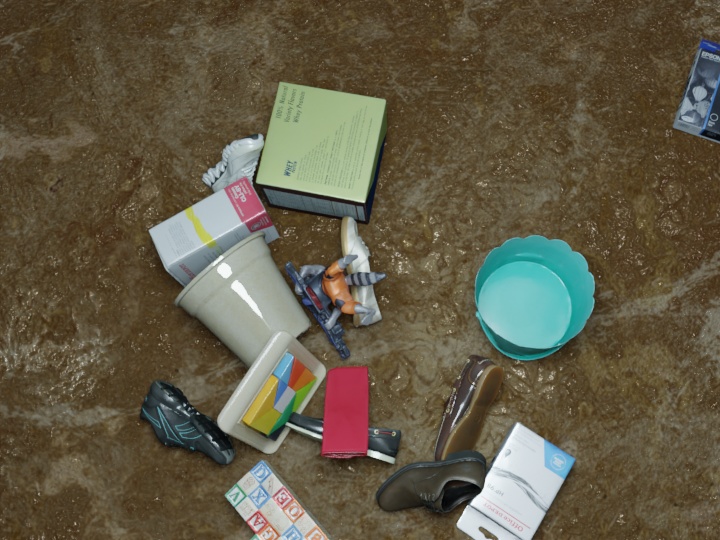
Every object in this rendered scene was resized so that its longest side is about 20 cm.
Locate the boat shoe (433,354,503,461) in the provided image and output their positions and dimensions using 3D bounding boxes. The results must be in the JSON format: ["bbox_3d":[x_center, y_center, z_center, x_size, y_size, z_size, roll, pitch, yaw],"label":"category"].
[{"bbox_3d":[0.177,0.243,1.435,0.070,0.070,0.201,25,86,46],"label":"boat shoe"}]

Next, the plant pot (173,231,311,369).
[{"bbox_3d":[-0.189,0.067,1.448,0.200,0.200,0.184,-40,88,-7],"label":"plant pot"}]

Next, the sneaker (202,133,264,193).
[{"bbox_3d":[-0.218,-0.182,1.511,0.075,0.200,0.082,-25,83,-34],"label":"sneaker"}]

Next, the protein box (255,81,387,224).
[{"bbox_3d":[-0.066,-0.212,1.527,0.198,0.135,0.201,10,77,5],"label":"protein box"}]

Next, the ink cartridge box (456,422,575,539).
[{"bbox_3d":[0.258,0.372,1.393,0.115,0.067,0.201,31,79,9],"label":"ink cartridge box"}]

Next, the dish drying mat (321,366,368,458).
[{"bbox_3d":[-0.024,0.237,1.407,0.076,0.018,0.201,-1,36,1],"label":"dish drying mat"}]

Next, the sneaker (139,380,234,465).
[{"bbox_3d":[-0.303,0.279,1.455,0.199,0.075,0.080,38,94,18],"label":"sneaker"}]

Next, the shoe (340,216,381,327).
[{"bbox_3d":[0.000,0.000,1.504,0.053,0.070,0.202,-8,83,3],"label":"shoe"}]

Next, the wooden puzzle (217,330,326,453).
[{"bbox_3d":[-0.138,0.211,1.392,0.037,0.200,0.186,28,78,28],"label":"wooden puzzle"}]

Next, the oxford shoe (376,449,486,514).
[{"bbox_3d":[0.113,0.363,1.374,0.199,0.085,0.073,-25,117,19],"label":"oxford shoe"}]

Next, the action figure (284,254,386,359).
[{"bbox_3d":[-0.033,0.051,1.443,0.104,0.193,0.201,-37,108,-25],"label":"action figure"}]

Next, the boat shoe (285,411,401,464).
[{"bbox_3d":[-0.029,0.276,1.431,0.199,0.074,0.064,15,78,1],"label":"boat shoe"}]

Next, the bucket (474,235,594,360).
[{"bbox_3d":[0.293,0.051,1.439,0.205,0.135,0.210,-1,75,4],"label":"bucket"}]

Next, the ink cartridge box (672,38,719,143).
[{"bbox_3d":[0.668,-0.348,1.572,0.099,0.039,0.202,19,77,8],"label":"ink cartridge box"}]

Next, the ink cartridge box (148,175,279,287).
[{"bbox_3d":[-0.260,-0.066,1.494,0.199,0.145,0.084,-30,75,-5],"label":"ink cartridge box"}]

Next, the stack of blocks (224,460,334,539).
[{"bbox_3d":[-0.140,0.435,1.403,0.115,0.059,0.200,-41,77,-7],"label":"stack of blocks"}]
